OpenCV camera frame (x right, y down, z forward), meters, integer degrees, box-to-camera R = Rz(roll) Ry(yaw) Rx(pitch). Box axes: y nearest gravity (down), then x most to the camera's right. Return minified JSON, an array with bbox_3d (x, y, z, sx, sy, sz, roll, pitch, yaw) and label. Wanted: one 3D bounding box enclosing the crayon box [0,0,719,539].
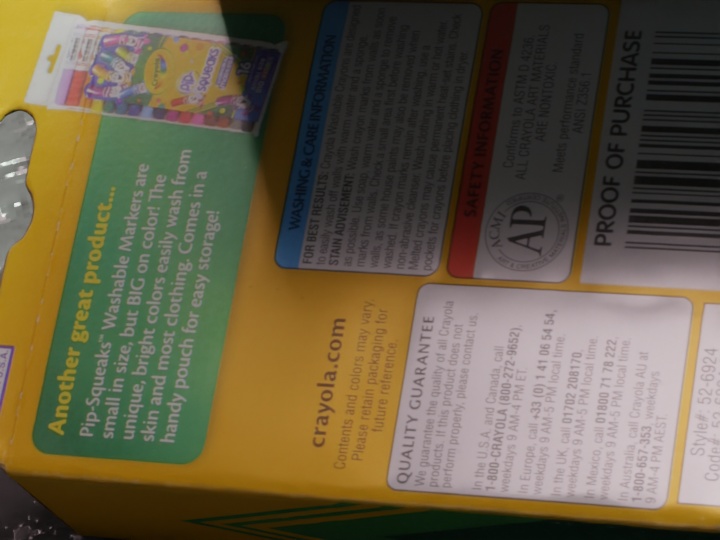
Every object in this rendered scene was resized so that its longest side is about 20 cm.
[{"bbox_3d":[0.000,0.000,0.642,0.200,0.052,0.126,3,68,18],"label":"crayon box"}]
